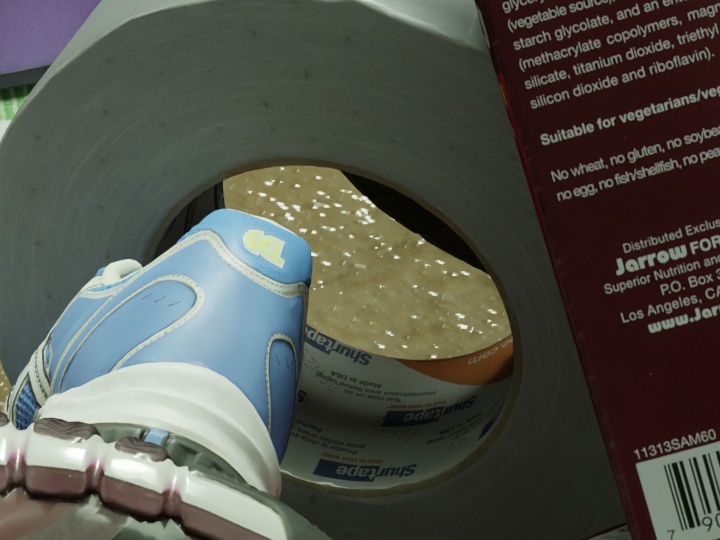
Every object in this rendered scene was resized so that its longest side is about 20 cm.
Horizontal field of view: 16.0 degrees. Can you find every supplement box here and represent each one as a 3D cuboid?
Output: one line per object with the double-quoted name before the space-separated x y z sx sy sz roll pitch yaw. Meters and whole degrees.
"supplement box" 0.063 -0.038 0.554 0.061 0.201 0.109 -15 8 7

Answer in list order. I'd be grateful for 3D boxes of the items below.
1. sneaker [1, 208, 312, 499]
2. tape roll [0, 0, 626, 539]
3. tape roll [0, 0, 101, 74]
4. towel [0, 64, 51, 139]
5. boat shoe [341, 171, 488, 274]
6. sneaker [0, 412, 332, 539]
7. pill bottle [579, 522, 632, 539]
"sneaker" -0.054 0.047 0.646 0.076 0.200 0.077 28 66 -13
"tape roll" 0.000 0.000 0.692 0.199 0.201 0.066 12 36 12
"tape roll" -0.162 -0.143 0.967 0.199 0.066 0.200 0 31 0
"towel" -0.157 -0.056 0.921 0.152 0.023 0.200 -9 37 -17
"boat shoe" 0.061 -0.033 0.763 0.072 0.201 0.066 -19 45 46
"sneaker" -0.105 0.086 0.526 0.199 0.076 0.116 13 63 8
"pill bottle" 0.055 0.122 0.595 0.199 0.113 0.113 -16 39 -28
